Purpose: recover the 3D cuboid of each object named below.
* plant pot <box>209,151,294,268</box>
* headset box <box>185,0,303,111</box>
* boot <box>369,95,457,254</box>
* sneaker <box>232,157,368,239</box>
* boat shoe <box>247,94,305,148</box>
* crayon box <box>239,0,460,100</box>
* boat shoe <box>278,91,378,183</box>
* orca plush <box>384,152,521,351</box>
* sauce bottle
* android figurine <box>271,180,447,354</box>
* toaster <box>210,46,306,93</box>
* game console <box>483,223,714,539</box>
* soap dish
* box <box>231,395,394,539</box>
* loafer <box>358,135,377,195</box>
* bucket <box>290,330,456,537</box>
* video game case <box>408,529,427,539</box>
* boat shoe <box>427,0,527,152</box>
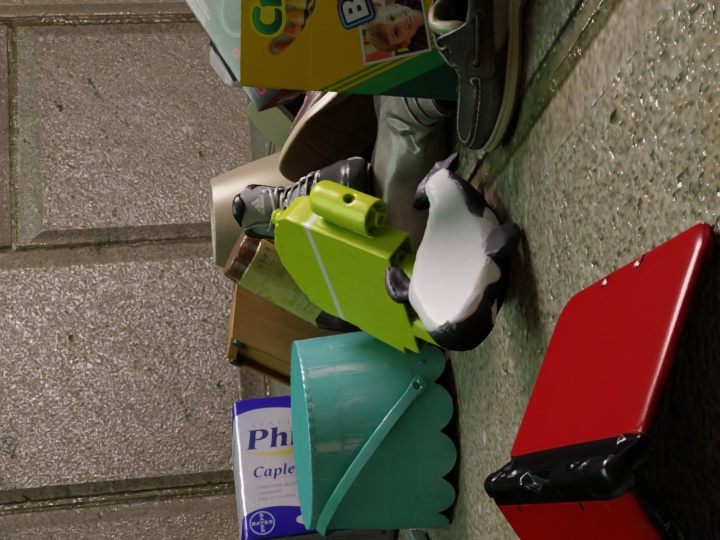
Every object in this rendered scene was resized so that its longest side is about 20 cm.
[{"bbox_3d":[-0.066,-0.058,1.249,0.187,0.196,0.191,176,90,-80],"label":"plant pot"},{"bbox_3d":[-0.075,-0.268,1.124,0.150,0.199,0.075,56,-148,2],"label":"headset box"},{"bbox_3d":[0.051,-0.118,0.942,0.131,0.066,0.204,142,123,-73],"label":"boot"},{"bbox_3d":[-0.061,-0.057,1.048,0.200,0.113,0.077,136,136,-74],"label":"sneaker"},{"bbox_3d":[-0.053,-0.148,1.364,0.073,0.202,0.064,-15,33,44],"label":"boat shoe"},{"bbox_3d":[0.000,-0.234,0.829,0.058,0.169,0.204,-76,-11,-74],"label":"crayon box"},{"bbox_3d":[-0.014,-0.172,1.073,0.201,0.071,0.072,-53,34,24],"label":"boat shoe"},{"bbox_3d":[0.073,0.000,0.835,0.072,0.104,0.201,56,-175,-32],"label":"orca plush"},{"bbox_3d":[-0.043,0.024,1.158,0.067,0.198,0.066,-56,11,17],"label":"sauce bottle"},{"bbox_3d":[0.000,0.000,0.971,0.198,0.041,0.184,23,149,37],"label":"android figurine"},{"bbox_3d":[-0.067,-0.296,1.261,0.119,0.196,0.184,-117,33,-61],"label":"toaster"},{"bbox_3d":[0.147,0.098,0.573,0.174,0.118,0.200,54,166,5],"label":"game console"},{"bbox_3d":[-0.059,0.087,1.258,0.157,0.197,0.082,122,171,-72],"label":"soap dish"},{"bbox_3d":[-0.062,0.259,1.375,0.106,0.180,0.202,95,167,-46],"label":"box"},{"bbox_3d":[0.019,-0.081,1.103,0.071,0.072,0.204,145,121,-80],"label":"loafer"},{"bbox_3d":[0.006,0.153,1.077,0.207,0.132,0.212,176,90,-82],"label":"bucket"},{"bbox_3d":[0.075,0.363,1.084,0.200,0.017,0.146,-124,33,-71],"label":"video game case"},{"bbox_3d":[0.076,-0.172,0.762,0.074,0.063,0.203,-108,17,-52],"label":"boat shoe"}]
